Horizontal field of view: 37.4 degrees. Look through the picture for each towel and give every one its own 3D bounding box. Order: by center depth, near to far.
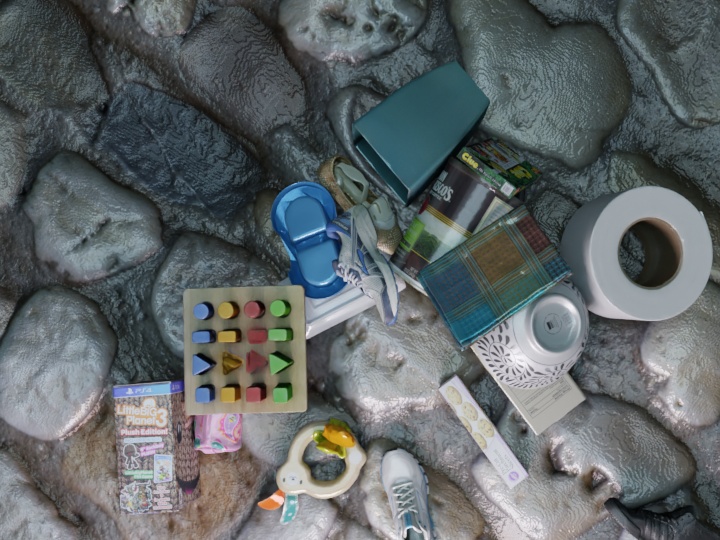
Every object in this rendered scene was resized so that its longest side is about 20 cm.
[{"bbox_3d":[0.195,0.006,1.581,0.199,0.022,0.147,-34,61,4],"label":"towel"}]

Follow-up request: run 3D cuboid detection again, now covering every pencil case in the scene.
[{"bbox_3d":[-0.237,0.198,1.759,0.086,0.087,0.203,0,88,6],"label":"pencil case"}]

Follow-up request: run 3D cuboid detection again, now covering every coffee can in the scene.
[{"bbox_3d":[0.153,-0.057,1.693,0.145,0.146,0.202,32,97,6],"label":"coffee can"}]

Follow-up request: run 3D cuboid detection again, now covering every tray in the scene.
[{"bbox_3d":[-0.033,0.025,1.781,0.198,0.022,0.108,-27,84,4],"label":"tray"}]

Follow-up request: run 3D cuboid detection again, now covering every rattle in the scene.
[{"bbox_3d":[-0.085,0.334,1.715,0.199,0.143,0.131,-35,103,-3],"label":"rattle"}]

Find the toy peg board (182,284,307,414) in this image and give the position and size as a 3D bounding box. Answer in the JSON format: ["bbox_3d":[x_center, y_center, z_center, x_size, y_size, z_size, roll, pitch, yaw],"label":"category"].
[{"bbox_3d":[-0.186,0.125,1.672,0.196,0.098,0.203,-2,87,2],"label":"toy peg board"}]

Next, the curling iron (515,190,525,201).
[{"bbox_3d":[0.257,-0.070,1.714,0.049,0.025,0.202,-24,43,39],"label":"curling iron"}]

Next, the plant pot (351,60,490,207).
[{"bbox_3d":[0.107,-0.231,1.726,0.199,0.141,0.142,-40,84,-4],"label":"plant pot"}]

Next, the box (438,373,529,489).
[{"bbox_3d":[0.200,0.261,1.736,0.041,0.039,0.201,-36,84,4],"label":"box"}]

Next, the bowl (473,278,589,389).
[{"bbox_3d":[0.274,0.081,1.603,0.198,0.094,0.204,0,89,-18],"label":"bowl"}]

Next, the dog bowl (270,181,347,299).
[{"bbox_3d":[-0.076,-0.046,1.761,0.110,0.050,0.202,-21,76,5],"label":"dog bowl"}]

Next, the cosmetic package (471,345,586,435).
[{"bbox_3d":[0.257,0.148,1.695,0.105,0.071,0.201,-35,100,4],"label":"cosmetic package"}]

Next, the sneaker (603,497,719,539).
[{"bbox_3d":[0.490,0.404,1.692,0.199,0.060,0.104,42,93,1],"label":"sneaker"}]

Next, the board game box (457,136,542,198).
[{"bbox_3d":[0.223,-0.165,1.677,0.105,0.200,0.024,41,112,8],"label":"board game box"}]

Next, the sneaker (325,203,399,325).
[{"bbox_3d":[0.000,0.000,1.686,0.084,0.077,0.202,-19,72,-9],"label":"sneaker"}]

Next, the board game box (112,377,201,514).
[{"bbox_3d":[-0.327,0.280,1.727,0.095,0.159,0.203,-4,87,4],"label":"board game box"}]

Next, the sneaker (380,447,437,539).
[{"bbox_3d":[0.081,0.386,1.719,0.074,0.087,0.203,-18,84,6],"label":"sneaker"}]

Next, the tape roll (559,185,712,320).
[{"bbox_3d":[0.426,-0.024,1.660,0.199,0.139,0.206,0,88,-9],"label":"tape roll"}]

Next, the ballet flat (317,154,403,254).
[{"bbox_3d":[0.006,-0.112,1.756,0.200,0.065,0.070,45,53,5],"label":"ballet flat"}]

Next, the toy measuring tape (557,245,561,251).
[{"bbox_3d":[0.262,-0.022,1.732,0.200,0.074,0.074,-41,84,1],"label":"toy measuring tape"}]
